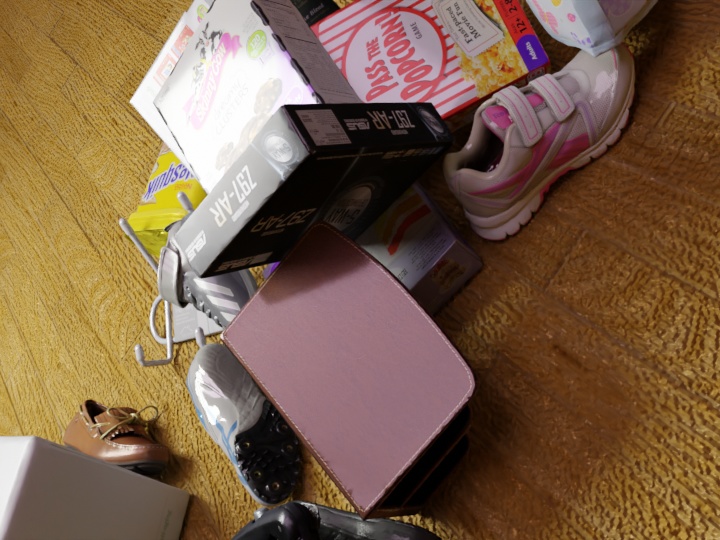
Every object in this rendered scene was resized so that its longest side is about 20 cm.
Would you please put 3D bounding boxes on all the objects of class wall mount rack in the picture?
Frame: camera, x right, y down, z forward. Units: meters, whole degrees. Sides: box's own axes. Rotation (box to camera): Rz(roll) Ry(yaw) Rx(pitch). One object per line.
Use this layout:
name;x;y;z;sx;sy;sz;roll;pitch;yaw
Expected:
wall mount rack;-0.209;0.014;0.979;0.198;0.074;0.178;-16;77;38

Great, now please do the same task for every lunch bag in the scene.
lunch bag;0.172;-0.296;0.706;0.126;0.170;0.202;-20;35;34

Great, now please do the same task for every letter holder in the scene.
letter holder;0.007;0.074;0.690;0.143;0.100;0.200;-50;61;9

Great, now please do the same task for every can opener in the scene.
can opener;-0.081;0.228;0.688;0.200;0.077;0.065;-44;59;61

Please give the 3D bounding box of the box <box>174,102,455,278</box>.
box;-0.033;-0.069;0.696;0.160;0.198;0.044;-43;73;34

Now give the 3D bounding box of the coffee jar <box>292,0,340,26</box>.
coffee jar;-0.057;-0.254;0.916;0.085;0.201;0.104;-41;-1;-9

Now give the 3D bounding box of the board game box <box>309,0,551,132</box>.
board game box;0.060;-0.205;0.808;0.197;0.046;0.154;-27;74;9

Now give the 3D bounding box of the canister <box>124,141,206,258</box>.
canister;-0.206;-0.122;1.076;0.147;0.086;0.203;-3;63;43

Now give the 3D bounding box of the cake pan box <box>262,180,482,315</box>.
cake pan box;0.000;0.000;0.826;0.200;0.052;0.185;-46;40;15

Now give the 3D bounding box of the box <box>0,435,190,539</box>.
box;-0.314;0.289;0.848;0.169;0.199;0.203;-10;59;42

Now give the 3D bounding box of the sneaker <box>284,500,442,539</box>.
sneaker;-0.003;0.249;0.670;0.197;0.060;0.106;-3;60;40

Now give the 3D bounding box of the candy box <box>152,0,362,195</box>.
candy box;-0.096;-0.149;0.812;0.168;0.071;0.202;-48;64;31

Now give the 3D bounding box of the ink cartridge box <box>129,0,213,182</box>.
ink cartridge box;-0.131;-0.185;0.940;0.201;0.084;0.176;48;118;10

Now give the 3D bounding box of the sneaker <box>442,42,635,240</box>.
sneaker;0.149;-0.121;0.721;0.201;0.088;0.082;-49;42;10

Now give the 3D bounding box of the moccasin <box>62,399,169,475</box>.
moccasin;-0.277;0.187;0.976;0.200;0.073;0.079;2;75;56

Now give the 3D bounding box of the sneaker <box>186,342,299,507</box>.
sneaker;-0.118;0.158;0.844;0.201;0.071;0.073;52;139;41

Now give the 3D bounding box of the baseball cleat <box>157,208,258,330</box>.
baseball cleat;-0.148;0.035;0.887;0.105;0.070;0.203;-25;74;5
